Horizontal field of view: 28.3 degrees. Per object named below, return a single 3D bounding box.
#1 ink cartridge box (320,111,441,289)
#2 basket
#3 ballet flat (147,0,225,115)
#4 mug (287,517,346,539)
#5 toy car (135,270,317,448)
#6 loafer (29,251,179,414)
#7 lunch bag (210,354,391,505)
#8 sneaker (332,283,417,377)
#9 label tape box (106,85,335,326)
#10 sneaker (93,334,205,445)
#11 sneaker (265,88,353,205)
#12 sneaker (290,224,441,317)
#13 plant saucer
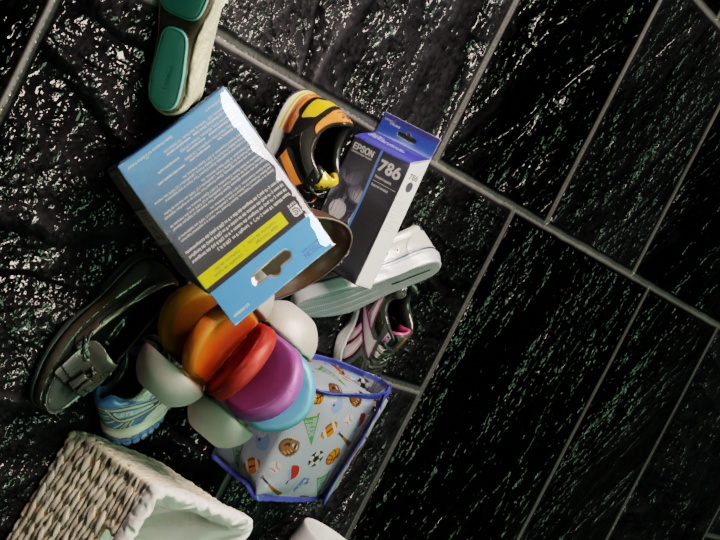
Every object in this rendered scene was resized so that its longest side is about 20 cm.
[{"bbox_3d":[0.011,-0.089,1.715,0.039,0.099,0.201,18,99,-53],"label":"ink cartridge box"},{"bbox_3d":[-0.264,0.310,1.599,0.199,0.160,0.200,-58,144,-2],"label":"basket"},{"bbox_3d":[-0.168,-0.251,1.423,0.062,0.067,0.201,-30,144,-57],"label":"ballet flat"},{"bbox_3d":[-0.070,0.453,1.972,0.176,0.147,0.200,-52,175,2],"label":"mug"},{"bbox_3d":[-0.123,0.100,1.524,0.175,0.150,0.200,-51,128,-9],"label":"toy car"},{"bbox_3d":[-0.270,0.071,1.509,0.201,0.063,0.072,-54,144,-10],"label":"loafer"},{"bbox_3d":[-0.059,0.201,1.802,0.199,0.124,0.171,15,109,-52],"label":"lunch bag"},{"bbox_3d":[0.024,0.084,1.860,0.080,0.086,0.202,-20,128,-42],"label":"sneaker"},{"bbox_3d":[-0.144,-0.064,1.472,0.144,0.063,0.201,-39,101,-19],"label":"label tape box"},{"bbox_3d":[-0.216,0.104,1.592,0.200,0.077,0.086,-45,138,-21],"label":"sneaker"},{"bbox_3d":[-0.070,-0.098,1.614,0.070,0.090,0.202,3,112,-51],"label":"sneaker"},{"bbox_3d":[0.000,0.000,1.787,0.198,0.071,0.073,-18,152,-15],"label":"sneaker"},{"bbox_3d":[-0.107,-0.017,1.606,0.199,0.032,0.201,-20,157,-9],"label":"plant saucer"}]
